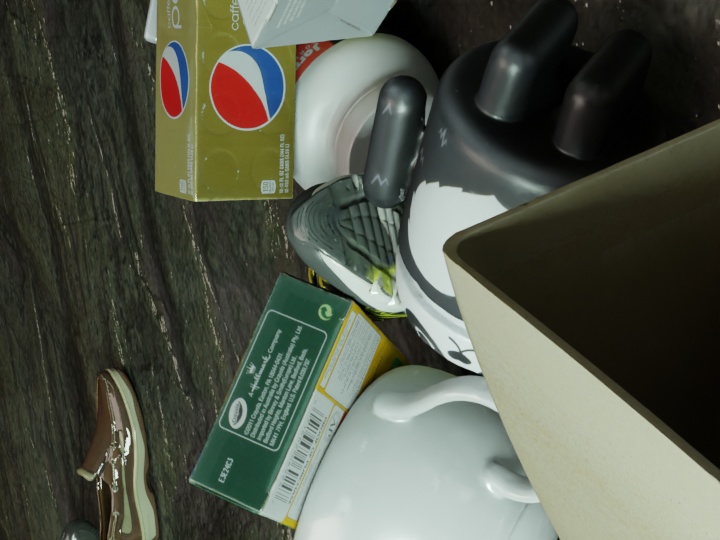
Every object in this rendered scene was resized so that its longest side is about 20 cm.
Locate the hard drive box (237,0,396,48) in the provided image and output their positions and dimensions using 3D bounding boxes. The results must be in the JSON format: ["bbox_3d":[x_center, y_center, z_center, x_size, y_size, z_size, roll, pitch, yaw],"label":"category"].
[{"bbox_3d":[-0.029,-0.241,0.780,0.156,0.076,0.202,132,124,-61],"label":"hard drive box"}]

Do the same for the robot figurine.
[{"bbox_3d":[0.085,-0.036,0.798,0.201,0.123,0.151,104,149,-42],"label":"robot figurine"}]

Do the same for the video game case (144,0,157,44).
[{"bbox_3d":[-0.103,-0.240,1.048,0.200,0.022,0.185,-61,-18,-83],"label":"video game case"}]

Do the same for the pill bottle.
[{"bbox_3d":[-0.021,-0.114,0.998,0.200,0.111,0.114,43,138,50],"label":"pill bottle"}]

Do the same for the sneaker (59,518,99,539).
[{"bbox_3d":[-0.314,0.402,1.890,0.090,0.066,0.203,6,110,60],"label":"sneaker"}]

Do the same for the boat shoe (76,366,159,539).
[{"bbox_3d":[-0.276,0.212,1.710,0.075,0.074,0.205,-4,97,64],"label":"boat shoe"}]

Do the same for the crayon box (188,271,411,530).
[{"bbox_3d":[-0.027,0.091,0.931,0.051,0.127,0.200,20,170,19],"label":"crayon box"}]

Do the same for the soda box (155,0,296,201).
[{"bbox_3d":[-0.080,-0.145,0.919,0.064,0.067,0.203,15,106,59],"label":"soda box"}]

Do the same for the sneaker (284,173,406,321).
[{"bbox_3d":[0.000,0.000,0.911,0.084,0.200,0.076,-14,73,24],"label":"sneaker"}]

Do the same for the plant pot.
[{"bbox_3d":[0.171,0.068,0.609,0.200,0.198,0.179,42,148,51],"label":"plant pot"}]

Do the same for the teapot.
[{"bbox_3d":[0.055,0.159,0.926,0.145,0.200,0.200,20,90,19],"label":"teapot"}]
